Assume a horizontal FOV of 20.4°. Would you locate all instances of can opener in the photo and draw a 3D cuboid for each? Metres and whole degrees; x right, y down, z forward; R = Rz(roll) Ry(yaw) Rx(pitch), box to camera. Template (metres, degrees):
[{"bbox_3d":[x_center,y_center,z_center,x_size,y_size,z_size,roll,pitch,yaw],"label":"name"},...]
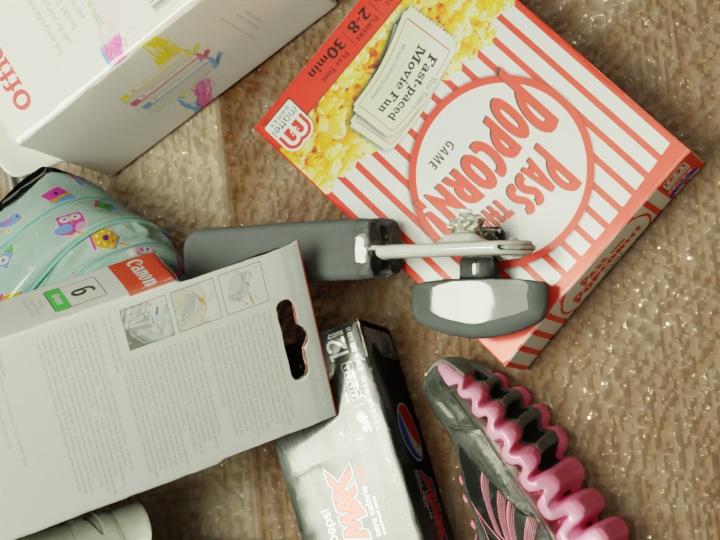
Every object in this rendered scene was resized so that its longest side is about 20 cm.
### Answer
[{"bbox_3d":[0.000,0.000,1.059,0.199,0.053,0.067,2,90,24],"label":"can opener"}]

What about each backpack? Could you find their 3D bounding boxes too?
[{"bbox_3d":[-0.182,0.048,1.114,0.126,0.167,0.200,35,80,28],"label":"backpack"}]

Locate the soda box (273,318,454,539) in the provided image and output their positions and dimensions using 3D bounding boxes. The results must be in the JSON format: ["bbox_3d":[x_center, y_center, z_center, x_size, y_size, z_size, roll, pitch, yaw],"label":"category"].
[{"bbox_3d":[0.006,0.133,1.084,0.070,0.063,0.201,-20,77,16],"label":"soda box"}]

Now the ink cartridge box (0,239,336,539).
[{"bbox_3d":[-0.120,0.055,1.033,0.199,0.050,0.110,-19,114,-17],"label":"ink cartridge box"}]

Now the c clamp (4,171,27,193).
[{"bbox_3d":[-0.280,-0.045,1.220,0.199,0.027,0.172,-8,81,18],"label":"c clamp"}]

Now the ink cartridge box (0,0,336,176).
[{"bbox_3d":[-0.141,-0.154,1.132,0.200,0.125,0.129,-36,74,12],"label":"ink cartridge box"}]

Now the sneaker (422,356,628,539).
[{"bbox_3d":[0.084,0.139,1.058,0.095,0.079,0.200,-43,71,22],"label":"sneaker"}]

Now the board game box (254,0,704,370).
[{"bbox_3d":[0.063,-0.069,1.094,0.200,0.046,0.152,43,99,18],"label":"board game box"}]

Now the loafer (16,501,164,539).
[{"bbox_3d":[-0.136,0.157,1.083,0.070,0.199,0.070,20,93,63],"label":"loafer"}]
